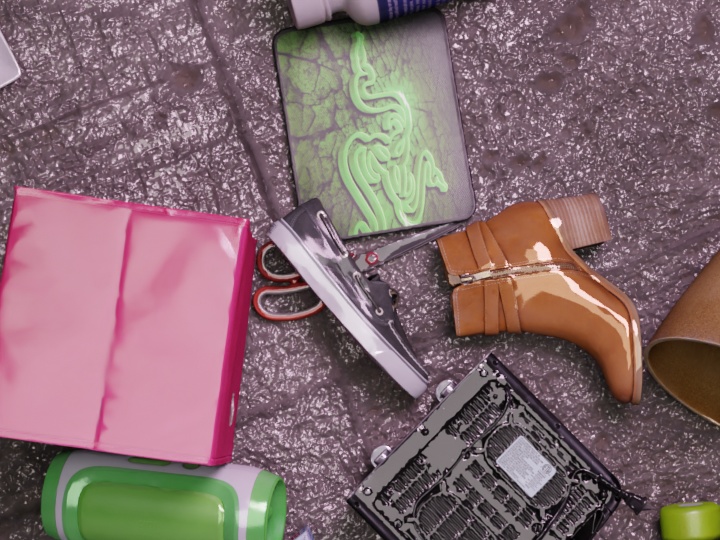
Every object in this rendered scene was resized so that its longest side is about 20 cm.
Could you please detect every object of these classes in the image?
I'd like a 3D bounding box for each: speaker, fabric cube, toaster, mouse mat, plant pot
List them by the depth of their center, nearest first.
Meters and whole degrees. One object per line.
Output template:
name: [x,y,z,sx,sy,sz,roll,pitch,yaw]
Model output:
fabric cube: [-0.195,0.050,1.459,0.199,0.196,0.201,8,85,0]
speaker: [-0.168,0.203,1.490,0.199,0.088,0.089,5,87,11]
toaster: [0.113,0.195,1.496,0.200,0.119,0.181,44,87,2]
plant pot: [0.371,0.028,1.497,0.186,0.186,0.201,31,71,0]
mouse mat: [0.012,-0.132,1.563,0.160,0.008,0.201,-9,85,-2]

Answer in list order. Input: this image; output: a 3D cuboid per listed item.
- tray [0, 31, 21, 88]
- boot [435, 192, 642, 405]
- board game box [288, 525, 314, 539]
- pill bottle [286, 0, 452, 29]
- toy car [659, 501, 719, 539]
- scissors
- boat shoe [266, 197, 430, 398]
tray: [-0.394,-0.235,1.555,0.107,0.022,0.201,-29,88,-4]
boot: [0.159,0.039,1.531,0.154,0.074,0.201,-15,75,-3]
board game box: [-0.067,0.334,1.512,0.200,0.062,0.200,38,87,1]
pill bottle: [0.027,-0.282,1.520,0.199,0.120,0.120,-18,87,-3]
toy car: [0.340,0.280,1.456,0.157,0.200,0.165,-5,87,-2]
scissors: [0.000,0.000,1.558,0.199,0.014,0.074,-7,85,-3]
boat shoe: [0.001,0.024,1.519,0.057,0.069,0.200,-41,97,-3]
